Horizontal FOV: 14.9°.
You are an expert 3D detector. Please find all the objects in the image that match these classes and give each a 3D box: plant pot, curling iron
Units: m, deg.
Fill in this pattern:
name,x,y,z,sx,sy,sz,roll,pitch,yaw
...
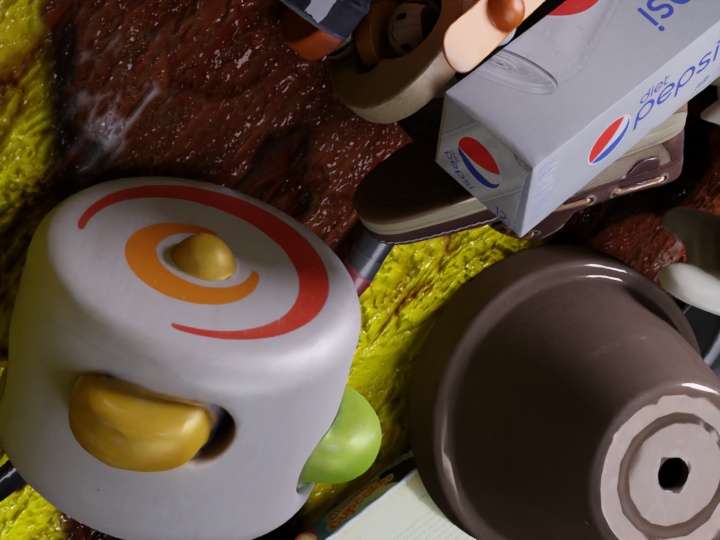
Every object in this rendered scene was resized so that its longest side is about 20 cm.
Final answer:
name,x,y,z,sx,sy,sz,roll,pitch,yaw
plant pot,0.152,0.099,1.685,0.199,0.174,0.202,-6,104,-23
curling iron,0.000,0.000,1.634,0.201,0.025,0.050,-61,161,11

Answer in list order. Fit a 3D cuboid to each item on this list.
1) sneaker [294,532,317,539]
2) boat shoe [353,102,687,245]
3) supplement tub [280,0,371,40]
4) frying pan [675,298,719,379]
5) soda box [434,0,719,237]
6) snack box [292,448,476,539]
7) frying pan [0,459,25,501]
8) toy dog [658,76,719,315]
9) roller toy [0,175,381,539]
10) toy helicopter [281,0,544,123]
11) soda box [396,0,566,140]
name,x,y,z,sx,sy,sz,roll,pitch,yaw
sneaker,-0.101,0.217,1.706,0.199,0.091,0.078,-15,174,-10
boat shoe,0.092,-0.045,1.519,0.199,0.072,0.072,-22,128,-19
supplement tub,0.024,-0.216,1.392,0.200,0.107,0.107,-53,141,9
frying pan,0.254,0.026,1.869,0.190,0.031,0.115,-44,144,-15
soda box,0.132,-0.109,1.469,0.200,0.068,0.064,-38,157,-25
snack box,0.056,0.171,1.784,0.200,0.037,0.117,-37,108,-10
frying pan,-0.255,0.151,1.529,0.115,0.031,0.191,17,108,-49
toy dog,0.290,-0.067,1.702,0.140,0.193,0.201,-51,163,-65
roller toy,-0.097,0.042,1.451,0.199,0.182,0.140,-12,132,-38
toy helicopter,0.058,-0.163,1.458,0.079,0.132,0.201,40,82,-32
soda box,0.098,-0.147,1.544,0.063,0.071,0.201,11,115,-35
